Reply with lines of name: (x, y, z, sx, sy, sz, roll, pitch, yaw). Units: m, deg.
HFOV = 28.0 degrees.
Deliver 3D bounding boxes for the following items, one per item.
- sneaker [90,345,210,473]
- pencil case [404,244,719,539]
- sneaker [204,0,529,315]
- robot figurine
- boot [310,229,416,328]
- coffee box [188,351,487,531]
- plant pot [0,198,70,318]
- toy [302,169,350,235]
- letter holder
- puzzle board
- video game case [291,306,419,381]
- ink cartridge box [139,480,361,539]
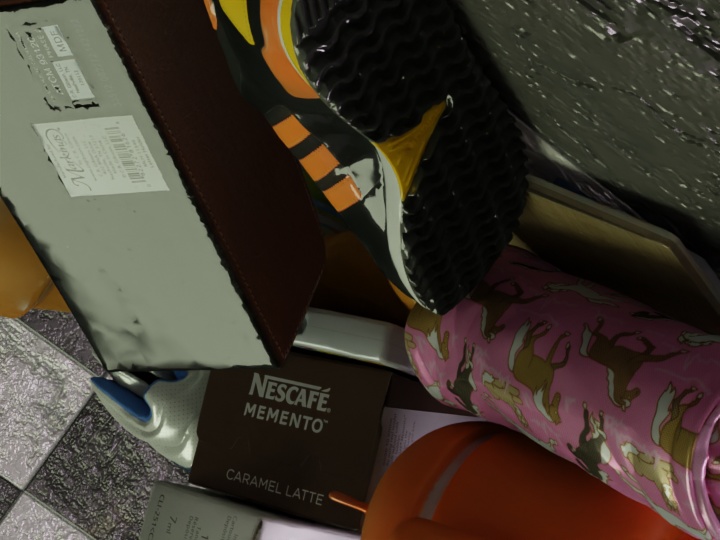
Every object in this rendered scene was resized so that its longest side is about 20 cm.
sneaker: (-0.107, 0.064, 0.892, 0.146, 0.081, 0.200, 39, -177, -30)
pencil case: (0.100, 0.043, 0.576, 0.087, 0.083, 0.200, 52, 164, -30)
sneaker: (-0.001, -0.063, 0.540, 0.090, 0.070, 0.200, 35, 166, 35)
robot figurine: (0.083, 0.132, 0.628, 0.199, 0.144, 0.117, 13, 122, 37)
boot: (0.000, -0.001, 0.760, 0.143, 0.071, 0.201, 5, 165, 28)
coffee box: (0.014, 0.102, 0.797, 0.114, 0.080, 0.200, 8, 171, 33)
plant pot: (-0.165, -0.048, 0.981, 0.182, 0.201, 0.200, 21, 179, -23)
toy: (-0.028, -0.036, 0.880, 0.199, 0.047, 0.115, 32, 161, -29)
letter holder: (-0.090, -0.074, 0.661, 0.100, 0.143, 0.201, -3, 131, 26)
puzzle board: (0.121, 0.010, 0.647, 0.150, 0.017, 0.200, 27, 169, 45)
video game case: (-0.014, 0.042, 0.808, 0.181, 0.023, 0.200, 10, 172, 32)
ink cartridge box: (0.012, 0.163, 0.758, 0.199, 0.045, 0.176, 20, 173, -43)
